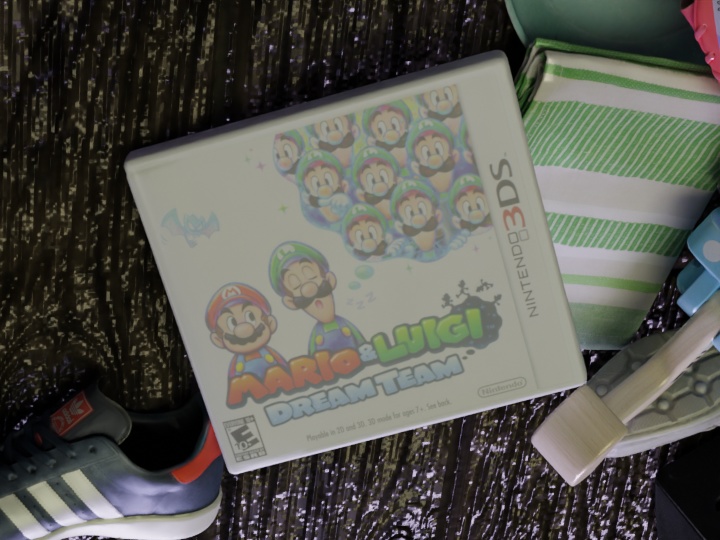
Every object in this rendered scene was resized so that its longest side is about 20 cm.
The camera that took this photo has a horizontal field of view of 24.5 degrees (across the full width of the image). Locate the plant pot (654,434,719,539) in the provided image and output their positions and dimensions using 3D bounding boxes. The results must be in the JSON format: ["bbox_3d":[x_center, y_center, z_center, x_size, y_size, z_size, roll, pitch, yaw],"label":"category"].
[{"bbox_3d":[0.294,0.189,1.036,0.199,0.200,0.178,-28,112,-1],"label":"plant pot"}]

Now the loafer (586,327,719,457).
[{"bbox_3d":[0.218,0.062,0.992,0.199,0.070,0.070,-23,145,-7],"label":"loafer"}]

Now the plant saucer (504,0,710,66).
[{"bbox_3d":[0.157,-0.182,0.844,0.199,0.036,0.201,-10,123,-15],"label":"plant saucer"}]

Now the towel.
[{"bbox_3d":[0.123,-0.033,0.905,0.152,0.023,0.201,4,131,-23],"label":"towel"}]

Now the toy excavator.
[{"bbox_3d":[0.201,0.026,0.920,0.194,0.100,0.200,-25,157,-52],"label":"toy excavator"}]

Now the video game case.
[{"bbox_3d":[0.000,0.000,0.853,0.199,0.024,0.183,-15,110,6],"label":"video game case"}]

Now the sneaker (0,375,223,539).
[{"bbox_3d":[-0.166,0.100,0.880,0.199,0.075,0.085,-5,124,-28],"label":"sneaker"}]

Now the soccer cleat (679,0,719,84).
[{"bbox_3d":[0.197,-0.113,0.821,0.073,0.068,0.201,-12,106,9],"label":"soccer cleat"}]
